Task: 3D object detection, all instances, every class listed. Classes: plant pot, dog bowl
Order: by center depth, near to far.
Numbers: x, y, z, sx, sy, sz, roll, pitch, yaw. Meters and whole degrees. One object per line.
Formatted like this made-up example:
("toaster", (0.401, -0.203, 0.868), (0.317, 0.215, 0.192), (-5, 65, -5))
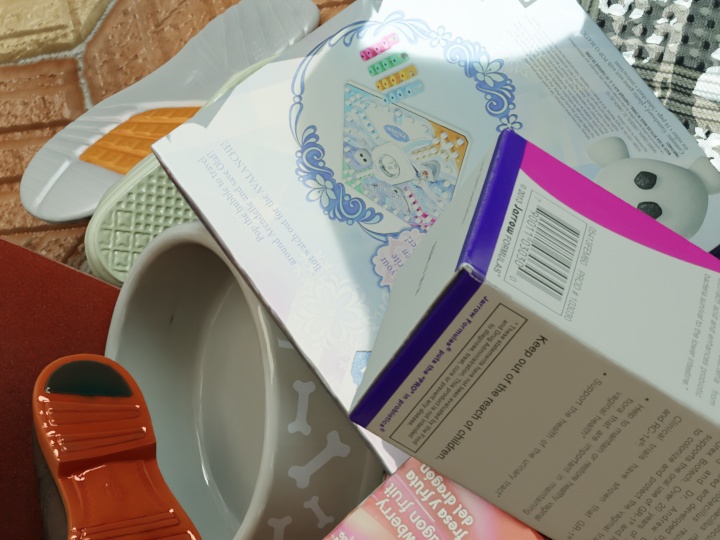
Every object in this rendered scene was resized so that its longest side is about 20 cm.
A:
("dog bowl", (-0.063, 0.065, 1.299), (0.200, 0.059, 0.201), (-4, 85, 58))
("plant pot", (-0.225, 0.079, 1.400), (0.200, 0.200, 0.177), (7, 78, 40))

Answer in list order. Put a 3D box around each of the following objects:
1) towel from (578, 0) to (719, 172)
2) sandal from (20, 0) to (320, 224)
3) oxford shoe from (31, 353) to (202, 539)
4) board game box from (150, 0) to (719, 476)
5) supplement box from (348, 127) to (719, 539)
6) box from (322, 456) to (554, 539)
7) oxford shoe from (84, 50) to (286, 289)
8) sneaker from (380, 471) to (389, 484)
("towel", (0.143, -0.097, 1.259), (0.192, 0.035, 0.201), (16, 75, 9))
("sandal", (-0.095, -0.077, 1.492), (0.207, 0.059, 0.079), (-39, 46, -21))
("oxford shoe", (-0.116, 0.140, 1.277), (0.071, 0.073, 0.200), (-3, 54, -16))
("board game box", (0.041, -0.034, 1.208), (0.199, 0.043, 0.200), (-35, 71, -5))
("supplement box", (0.111, 0.050, 1.091), (0.103, 0.200, 0.101), (-54, 9, 38))
("box", (0.077, 0.174, 1.119), (0.095, 0.100, 0.200), (-43, 67, 5))
("oxford shoe", (-0.071, -0.056, 1.423), (0.200, 0.075, 0.058), (-39, 5, -20))
("sneaker", (0.020, 0.180, 1.221), (0.087, 0.074, 0.201), (24, 84, 23))
